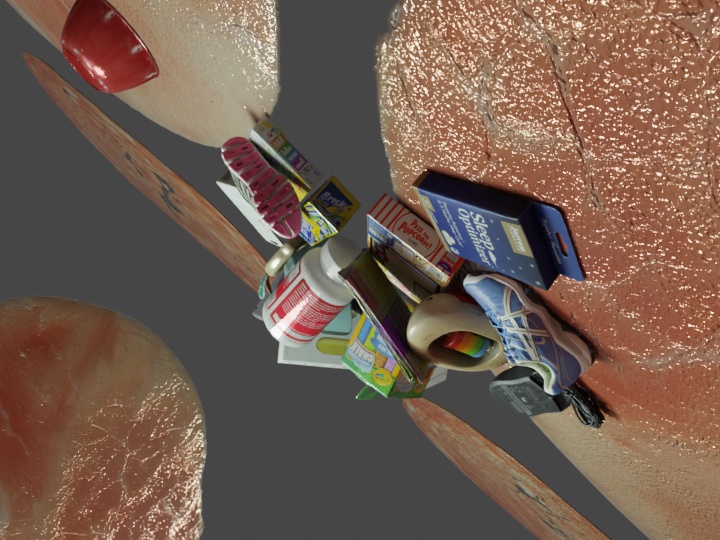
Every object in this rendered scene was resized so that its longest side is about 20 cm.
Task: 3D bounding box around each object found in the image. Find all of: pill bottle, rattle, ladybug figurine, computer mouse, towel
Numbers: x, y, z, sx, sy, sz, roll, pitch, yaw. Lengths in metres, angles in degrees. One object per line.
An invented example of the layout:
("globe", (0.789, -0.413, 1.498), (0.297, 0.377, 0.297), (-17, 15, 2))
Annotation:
("pill bottle", (-0.077, 0.035, 1.086), (0.112, 0.113, 0.200), (42, 124, -4))
("rattle", (-0.199, -0.048, 1.344), (0.142, 0.131, 0.200), (35, 138, -13))
("ladybug figurine", (0.153, 0.088, 0.931), (0.198, 0.073, 0.135), (24, 133, -31))
("computer mouse", (0.289, 0.191, 1.013), (0.139, 0.053, 0.199), (47, 152, -10))
("towel", (0.042, 0.065, 0.957), (0.202, 0.023, 0.144), (55, -160, -6))

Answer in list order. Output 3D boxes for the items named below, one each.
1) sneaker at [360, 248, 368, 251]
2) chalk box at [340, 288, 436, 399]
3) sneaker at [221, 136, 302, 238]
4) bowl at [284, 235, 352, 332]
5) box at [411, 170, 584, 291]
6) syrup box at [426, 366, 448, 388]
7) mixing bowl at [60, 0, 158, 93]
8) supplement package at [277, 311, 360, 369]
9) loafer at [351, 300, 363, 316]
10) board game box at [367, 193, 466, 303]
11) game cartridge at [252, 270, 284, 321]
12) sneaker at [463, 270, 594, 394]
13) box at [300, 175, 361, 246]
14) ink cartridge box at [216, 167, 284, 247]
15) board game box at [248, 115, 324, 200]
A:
("sneaker", (0.000, 0.000, 1.206), (0.079, 0.075, 0.200), (55, 159, -2))
("chalk box", (0.059, 0.148, 1.117), (0.123, 0.203, 0.124), (31, -169, 35))
("sneaker", (-0.159, -0.133, 1.063), (0.201, 0.073, 0.088), (51, 172, 13))
("bowl", (-0.091, 0.035, 1.253), (0.201, 0.103, 0.205), (168, 90, -77))
("box", (0.155, -0.044, 0.728), (0.199, 0.032, 0.122), (25, 157, 47))
("syrup box", (0.128, 0.175, 1.265), (0.201, 0.080, 0.080), (80, 166, -66))
("mixing bowl", (-0.502, -0.423, 1.223), (0.199, 0.109, 0.201), (38, 165, 12))
("supplement package", (-0.088, 0.150, 1.500), (0.196, 0.155, 0.151), (7, 169, -10))
("loafer", (0.010, 0.060, 1.319), (0.069, 0.071, 0.200), (15, -157, -46))
("board game box", (0.079, -0.016, 0.970), (0.151, 0.046, 0.201), (39, 165, 12))
("game cartridge", (-0.167, 0.028, 1.432), (0.038, 0.202, 0.129), (38, 167, -23))
("sneaker", (0.212, 0.078, 0.831), (0.199, 0.077, 0.076), (41, 167, 12))
("box", (-0.068, -0.098, 1.088), (0.070, 0.064, 0.200), (45, 165, -9))
("ink cartridge box", (-0.229, -0.139, 1.425), (0.108, 0.051, 0.201), (22, 156, 51))
("board game box", (-0.142, -0.181, 1.106), (0.134, 0.034, 0.200), (45, 165, -7))
